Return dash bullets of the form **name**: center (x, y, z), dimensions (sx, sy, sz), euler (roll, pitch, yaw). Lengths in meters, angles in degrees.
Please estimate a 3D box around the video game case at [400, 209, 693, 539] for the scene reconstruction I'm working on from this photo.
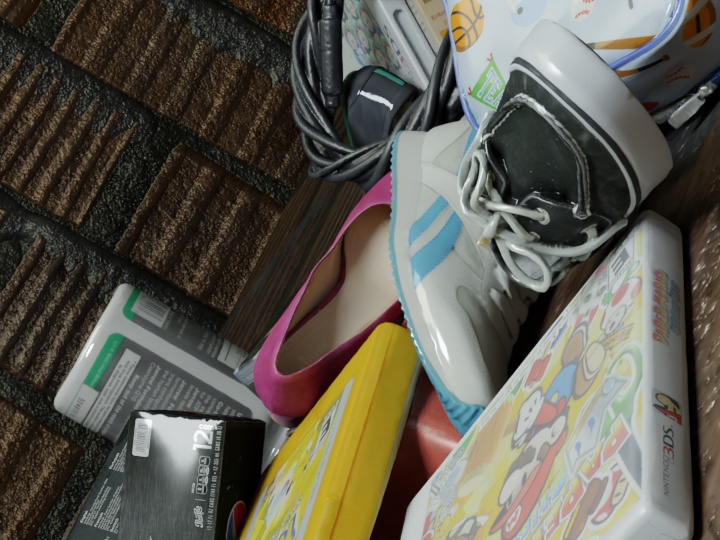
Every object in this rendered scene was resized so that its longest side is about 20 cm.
- **video game case**: center (0.061, 0.096, 0.538), dimensions (0.201, 0.023, 0.183), euler (-56, 9, 32)

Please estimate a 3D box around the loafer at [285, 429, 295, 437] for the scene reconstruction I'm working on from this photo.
- **loafer**: center (-0.008, 0.042, 1.012), dimensions (0.202, 0.070, 0.073), euler (-63, 8, -15)

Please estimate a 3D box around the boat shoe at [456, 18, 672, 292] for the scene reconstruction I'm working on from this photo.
- **boat shoe**: center (0.074, -0.035, 0.564), dimensions (0.068, 0.074, 0.199), euler (-44, -9, -4)

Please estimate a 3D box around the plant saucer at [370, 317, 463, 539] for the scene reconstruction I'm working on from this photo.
- **plant saucer**: center (0.012, 0.101, 0.797), dimensions (0.201, 0.036, 0.200), euler (-56, 9, 30)

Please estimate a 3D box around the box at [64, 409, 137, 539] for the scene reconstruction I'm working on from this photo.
- **box**: center (-0.146, 0.230, 0.943), dimensions (0.165, 0.085, 0.202), euler (85, -157, -51)

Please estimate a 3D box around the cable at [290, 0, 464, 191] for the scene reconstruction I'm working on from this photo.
- **cable**: center (0.013, -0.152, 0.960), dimensions (0.201, 0.163, 0.051), euler (-52, -28, 19)

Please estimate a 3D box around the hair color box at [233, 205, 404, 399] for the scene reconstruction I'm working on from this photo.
- **hair color box**: center (0.007, 0.009, 0.928), dimensions (0.200, 0.061, 0.099), euler (-50, 4, -18)

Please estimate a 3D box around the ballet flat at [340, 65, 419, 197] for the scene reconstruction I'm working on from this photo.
- **ballet flat**: center (0.032, -0.062, 1.057), dimensions (0.073, 0.072, 0.202), euler (-68, -25, -49)

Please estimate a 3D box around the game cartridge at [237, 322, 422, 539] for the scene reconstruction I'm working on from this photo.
- **game cartridge**: center (-0.038, 0.147, 0.707), dimensions (0.177, 0.032, 0.201), euler (-54, 10, 43)

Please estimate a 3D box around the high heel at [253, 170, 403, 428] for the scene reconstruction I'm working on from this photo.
- **high heel**: center (0.000, 0.000, 0.823), dimensions (0.201, 0.067, 0.096), euler (-52, -9, -17)

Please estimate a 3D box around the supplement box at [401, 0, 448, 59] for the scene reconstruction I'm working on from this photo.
- **supplement box**: center (0.065, -0.258, 1.035), dimensions (0.125, 0.202, 0.073), euler (-30, 3, -9)

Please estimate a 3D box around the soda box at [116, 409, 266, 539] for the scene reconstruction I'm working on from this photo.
- **soda box**: center (-0.104, 0.184, 0.807), dimensions (0.071, 0.062, 0.203), euler (23, -107, -72)

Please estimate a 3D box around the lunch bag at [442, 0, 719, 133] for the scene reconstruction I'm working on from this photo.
- **lunch bag**: center (0.110, -0.157, 0.648), dimensions (0.160, 0.075, 0.203), euler (-29, 62, 46)

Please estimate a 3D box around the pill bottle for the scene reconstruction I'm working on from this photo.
- **pill bottle**: center (-0.128, 0.106, 1.085), dimensions (0.114, 0.198, 0.113), euler (-58, 7, 12)

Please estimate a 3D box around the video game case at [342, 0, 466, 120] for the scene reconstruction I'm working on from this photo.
- **video game case**: center (0.028, -0.141, 1.103), dimensions (0.024, 0.184, 0.200), euler (-30, 1, -12)

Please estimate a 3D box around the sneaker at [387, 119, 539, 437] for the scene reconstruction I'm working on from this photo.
- **sneaker**: center (0.061, -0.007, 0.701), dimensions (0.077, 0.080, 0.202), euler (65, -162, -45)
